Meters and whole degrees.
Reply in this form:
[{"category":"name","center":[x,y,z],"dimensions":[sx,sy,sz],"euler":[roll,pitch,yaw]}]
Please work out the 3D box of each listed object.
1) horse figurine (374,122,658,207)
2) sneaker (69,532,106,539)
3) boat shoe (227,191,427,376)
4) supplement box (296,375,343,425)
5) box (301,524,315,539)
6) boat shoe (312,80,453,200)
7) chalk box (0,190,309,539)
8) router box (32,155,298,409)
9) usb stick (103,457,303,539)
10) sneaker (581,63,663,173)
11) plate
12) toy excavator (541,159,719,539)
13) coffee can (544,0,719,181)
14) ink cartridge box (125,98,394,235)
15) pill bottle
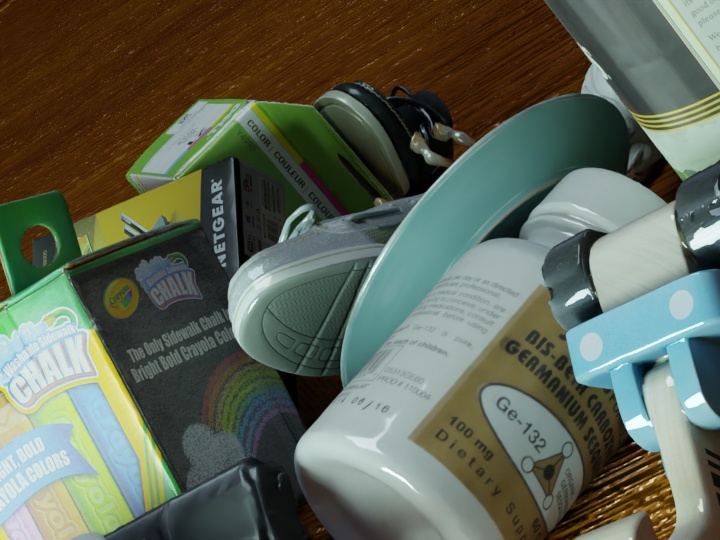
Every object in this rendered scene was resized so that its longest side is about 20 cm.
[{"category":"horse figurine","center":[0.077,-0.026,1.433],"dimensions":[0.200,0.132,0.050],"euler":[-58,-18,-46]},{"category":"sneaker","center":[-0.105,0.151,1.111],"dimensions":[0.200,0.081,0.147],"euler":[-31,35,24]},{"category":"boat shoe","center":[0.001,-0.001,1.294],"dimensions":[0.202,0.065,0.075],"euler":[-17,-42,-46]},{"category":"supplement box","center":[-0.025,0.042,1.516],"dimensions":[0.200,0.069,0.067],"euler":[-34,19,25]},{"category":"box","center":[-0.099,0.201,1.321],"dimensions":[0.200,0.035,0.110],"euler":[-41,17,-4]},{"category":"boat shoe","center":[0.026,-0.075,1.553],"dimensions":[0.066,0.074,0.199],"euler":[-47,-26,-8]},{"category":"chalk box","center":[-0.129,0.058,1.290],"dimensions":[0.124,0.201,0.124],"euler":[-31,-5,32]},{"category":"router box","center":[-0.113,0.054,1.486],"dimensions":[0.157,0.052,0.201],"euler":[-21,60,31]},{"category":"usb stick","center":[-0.106,0.146,1.204],"dimensions":[0.200,0.056,0.033],"euler":[-30,-21,31]},{"category":"sneaker","center":[0.153,-0.100,1.419],"dimensions":[0.100,0.075,0.200],"euler":[-55,-11,9]},{"category":"plate","center":[0.071,0.001,1.302],"dimensions":[0.200,0.200,0.026],"euler":[-43,61,-12]},{"category":"toy excavator","center":[0.143,0.062,1.073],"dimensions":[0.100,0.201,0.194],"euler":[-28,-23,36]},{"category":"coffee can","center":[0.190,-0.105,1.203],"dimensions":[0.146,0.200,0.146],"euler":[-36,17,13]},{"category":"ink cartridge box","center":[-0.044,-0.028,1.585],"dimensions":[0.076,0.148,0.200],"euler":[-45,18,-13]},{"category":"pill bottle","center":[0.071,0.051,1.205],"dimensions":[0.200,0.114,0.114],"euler":[-48,19,-25]}]
